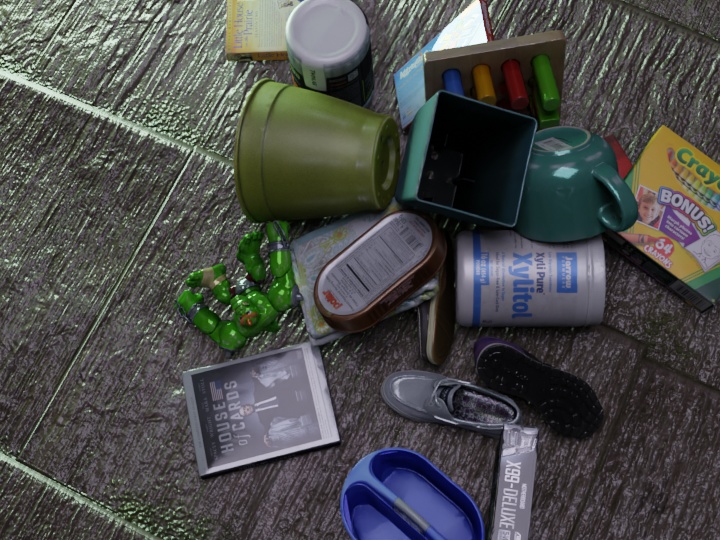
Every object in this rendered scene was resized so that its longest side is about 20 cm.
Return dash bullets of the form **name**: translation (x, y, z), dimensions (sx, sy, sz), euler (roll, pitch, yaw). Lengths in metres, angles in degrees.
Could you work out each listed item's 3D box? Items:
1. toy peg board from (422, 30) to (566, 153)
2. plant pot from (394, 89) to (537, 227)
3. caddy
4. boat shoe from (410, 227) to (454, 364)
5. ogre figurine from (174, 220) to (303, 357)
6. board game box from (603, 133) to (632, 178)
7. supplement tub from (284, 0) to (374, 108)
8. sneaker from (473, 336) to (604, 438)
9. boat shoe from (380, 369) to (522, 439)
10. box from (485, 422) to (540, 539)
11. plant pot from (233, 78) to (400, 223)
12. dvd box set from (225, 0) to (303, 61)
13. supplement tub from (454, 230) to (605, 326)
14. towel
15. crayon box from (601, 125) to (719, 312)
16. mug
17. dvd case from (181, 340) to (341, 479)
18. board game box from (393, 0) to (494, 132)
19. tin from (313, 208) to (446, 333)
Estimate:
- **toy peg board**: translation (0.194, -0.218, 1.674), dimensions (0.195, 0.201, 0.099), euler (-9, 56, 0)
- **plant pot**: translation (0.121, -0.138, 1.589), dimensions (0.139, 0.200, 0.144), euler (14, 85, -14)
- **caddy**: translation (0.066, 0.321, 1.521), dimensions (0.199, 0.105, 0.142), euler (38, 73, 17)
- **boat shoe**: translation (0.094, 0.038, 1.660), dimensions (0.064, 0.073, 0.203), euler (-7, 58, 23)
- **ogre figurine**: translation (-0.158, 0.031, 1.656), dimensions (0.198, 0.098, 0.121), euler (-32, 74, -5)
- **board game box**: translation (0.303, -0.115, 1.725), dimensions (0.197, 0.020, 0.104), euler (-25, 68, -7)
- **supplement tub**: translation (-0.041, -0.296, 1.729), dimensions (0.120, 0.201, 0.125), euler (-1, 66, 3)
- **sneaker**: translation (0.240, 0.146, 1.601), dimensions (0.198, 0.088, 0.076), euler (34, 99, -10)
- **boat shoe**: translation (0.123, 0.172, 1.597), dimensions (0.197, 0.072, 0.071), euler (14, 69, 9)
- **box**: translation (0.185, 0.311, 1.492), dimensions (0.049, 0.158, 0.203), euler (7, 67, 6)
- **plant pot**: translation (-0.050, -0.157, 1.655), dimensions (0.189, 0.201, 0.204), euler (7, 68, 17)
- **dvd box set**: translation (-0.112, -0.399, 1.866), dimensions (0.196, 0.029, 0.149), euler (-2, 68, 1)
- **supplement tub**: translation (0.228, 0.011, 1.626), dimensions (0.196, 0.132, 0.134), euler (-1, 67, 4)
- **towel**: translation (0.000, 0.000, 1.657), dimensions (0.197, 0.048, 0.173), euler (-24, 54, 9)
- **crayon box**: translation (0.451, -0.073, 1.666), dimensions (0.199, 0.058, 0.173), euler (37, 78, 6)
- **mug**: translation (0.284, -0.123, 1.586), dimensions (0.182, 0.116, 0.152), euler (0, 28, 22)
- **dvd case**: translation (-0.137, 0.189, 1.632), dimensions (0.196, 0.025, 0.153), euler (-13, 67, -3)
- **board game box**: translation (0.121, -0.297, 1.736), dimensions (0.019, 0.199, 0.105), euler (13, 56, -35)
- **tin**: translation (0.024, -0.002, 1.595), dimensions (0.199, 0.042, 0.112), euler (-39, 48, -3)
